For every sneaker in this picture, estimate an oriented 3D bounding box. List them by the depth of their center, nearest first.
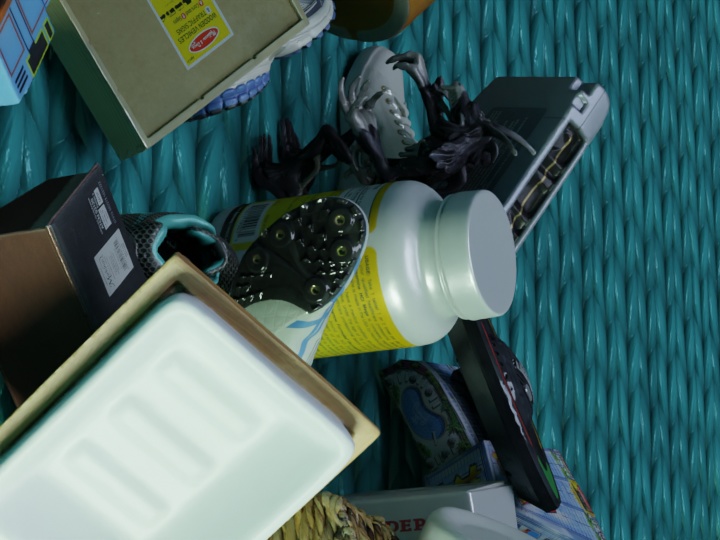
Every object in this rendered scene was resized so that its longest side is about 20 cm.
[{"bbox_3d":[-0.117,-0.001,1.499,0.200,0.091,0.078,0,84,-65],"label":"sneaker"},{"bbox_3d":[-0.053,0.033,1.560,0.201,0.072,0.072,-58,163,20],"label":"sneaker"},{"bbox_3d":[-0.080,-0.183,1.651,0.086,0.077,0.200,67,28,-21],"label":"sneaker"},{"bbox_3d":[0.030,-0.088,1.847,0.073,0.084,0.202,43,45,-51],"label":"sneaker"}]

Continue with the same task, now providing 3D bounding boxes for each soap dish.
[{"bbox_3d":[-0.112,0.098,1.331,0.157,0.200,0.081,41,18,-19],"label":"soap dish"}]

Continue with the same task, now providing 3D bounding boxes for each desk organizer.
[{"bbox_3d":[-0.164,0.046,1.401,0.072,0.076,0.201,-59,135,-53],"label":"desk organizer"}]

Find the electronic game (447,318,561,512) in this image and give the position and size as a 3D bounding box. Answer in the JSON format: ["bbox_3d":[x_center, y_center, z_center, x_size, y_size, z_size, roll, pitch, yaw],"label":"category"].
[{"bbox_3d":[0.104,0.085,1.761,0.200,0.041,0.201,-22,90,-85],"label":"electronic game"}]

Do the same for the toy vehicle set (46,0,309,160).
[{"bbox_3d":[-0.122,-0.170,1.532,0.200,0.026,0.125,-43,108,-47],"label":"toy vehicle set"}]

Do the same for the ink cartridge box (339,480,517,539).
[{"bbox_3d":[0.040,0.258,1.700,0.084,0.144,0.202,2,81,-65],"label":"ink cartridge box"}]

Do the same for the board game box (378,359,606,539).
[{"bbox_3d":[0.100,0.154,1.865,0.201,0.061,0.200,62,18,18],"label":"board game box"}]

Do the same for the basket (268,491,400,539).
[{"bbox_3d":[-0.027,0.259,1.559,0.149,0.142,0.202,43,46,-52],"label":"basket"}]

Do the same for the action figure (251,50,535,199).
[{"bbox_3d":[0.021,-0.100,1.691,0.119,0.199,0.103,-25,104,-64],"label":"action figure"}]

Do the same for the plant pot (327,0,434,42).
[{"bbox_3d":[0.020,-0.278,1.779,0.184,0.199,0.201,-58,137,-31],"label":"plant pot"}]

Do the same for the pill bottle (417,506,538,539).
[{"bbox_3d":[0.060,0.271,1.583,0.114,0.114,0.201,8,107,-64],"label":"pill bottle"}]

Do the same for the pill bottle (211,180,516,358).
[{"bbox_3d":[0.000,0.000,1.620,0.112,0.198,0.113,27,60,-60],"label":"pill bottle"}]

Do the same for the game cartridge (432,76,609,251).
[{"bbox_3d":[0.086,-0.058,1.735,0.041,0.133,0.201,48,68,-32],"label":"game cartridge"}]

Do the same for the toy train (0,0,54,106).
[{"bbox_3d":[-0.215,-0.186,1.357,0.201,0.086,0.115,-75,156,-43],"label":"toy train"}]
